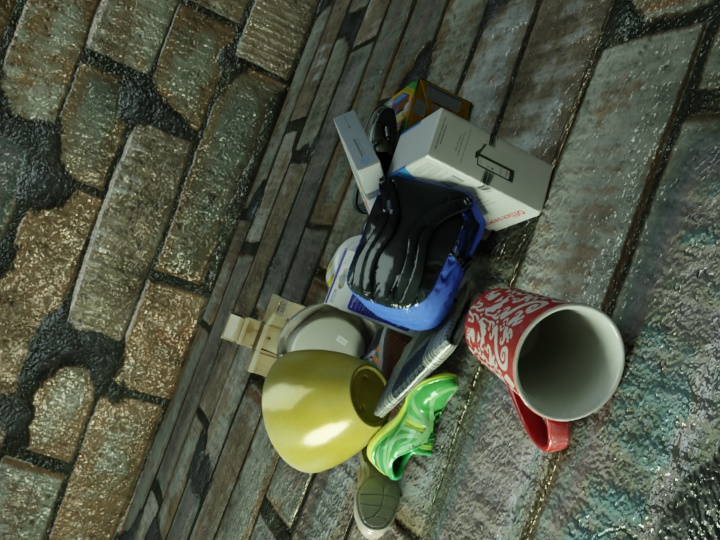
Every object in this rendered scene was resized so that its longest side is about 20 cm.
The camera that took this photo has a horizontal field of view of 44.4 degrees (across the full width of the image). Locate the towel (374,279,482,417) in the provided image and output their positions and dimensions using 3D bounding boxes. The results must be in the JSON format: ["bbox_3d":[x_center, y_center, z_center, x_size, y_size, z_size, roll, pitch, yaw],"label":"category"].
[{"bbox_3d":[0.107,0.120,1.350,0.193,0.035,0.200,-50,3,33],"label":"towel"}]

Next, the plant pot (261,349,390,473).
[{"bbox_3d":[-0.036,0.211,1.399,0.142,0.200,0.200,-19,49,38],"label":"plant pot"}]

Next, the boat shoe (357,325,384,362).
[{"bbox_3d":[0.010,0.186,1.596,0.073,0.063,0.200,0,70,70],"label":"boat shoe"}]

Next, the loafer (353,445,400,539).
[{"bbox_3d":[0.022,0.352,1.400,0.200,0.072,0.063,-88,9,-57],"label":"loafer"}]

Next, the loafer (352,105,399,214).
[{"bbox_3d":[0.039,-0.197,1.591,0.063,0.072,0.200,16,96,58],"label":"loafer"}]

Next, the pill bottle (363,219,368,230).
[{"bbox_3d":[0.086,-0.081,1.591,0.200,0.114,0.114,-23,49,65],"label":"pill bottle"}]

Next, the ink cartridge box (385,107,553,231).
[{"bbox_3d":[0.162,-0.146,1.322,0.146,0.200,0.084,-19,50,66],"label":"ink cartridge box"}]

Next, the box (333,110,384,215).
[{"bbox_3d":[0.019,-0.137,1.434,0.041,0.200,0.156,-22,44,1],"label":"box"}]

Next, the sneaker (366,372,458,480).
[{"bbox_3d":[0.092,0.236,1.335,0.084,0.074,0.200,49,114,34],"label":"sneaker"}]

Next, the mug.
[{"bbox_3d":[0.199,0.107,1.066,0.178,0.133,0.200,-66,16,3],"label":"mug"}]

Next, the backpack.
[{"bbox_3d":[0.088,-0.011,1.312,0.162,0.168,0.200,14,70,32],"label":"backpack"}]

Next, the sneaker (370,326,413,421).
[{"bbox_3d":[0.044,0.159,1.517,0.080,0.071,0.200,-15,57,62],"label":"sneaker"}]

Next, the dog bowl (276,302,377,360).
[{"bbox_3d":[-0.064,0.151,1.643,0.200,0.200,0.059,-68,20,2],"label":"dog bowl"}]

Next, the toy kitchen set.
[{"bbox_3d":[-0.232,0.156,2.135,0.200,0.163,0.180,-70,19,-3],"label":"toy kitchen set"}]

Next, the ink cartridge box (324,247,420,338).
[{"bbox_3d":[0.040,0.040,1.457,0.100,0.200,0.039,-68,20,-1],"label":"ink cartridge box"}]

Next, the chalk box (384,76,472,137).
[{"bbox_3d":[0.106,-0.268,1.720,0.200,0.125,0.124,-17,54,65],"label":"chalk box"}]

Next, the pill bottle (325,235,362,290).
[{"bbox_3d":[0.000,0.000,1.572,0.200,0.109,0.109,130,158,-79],"label":"pill bottle"}]
